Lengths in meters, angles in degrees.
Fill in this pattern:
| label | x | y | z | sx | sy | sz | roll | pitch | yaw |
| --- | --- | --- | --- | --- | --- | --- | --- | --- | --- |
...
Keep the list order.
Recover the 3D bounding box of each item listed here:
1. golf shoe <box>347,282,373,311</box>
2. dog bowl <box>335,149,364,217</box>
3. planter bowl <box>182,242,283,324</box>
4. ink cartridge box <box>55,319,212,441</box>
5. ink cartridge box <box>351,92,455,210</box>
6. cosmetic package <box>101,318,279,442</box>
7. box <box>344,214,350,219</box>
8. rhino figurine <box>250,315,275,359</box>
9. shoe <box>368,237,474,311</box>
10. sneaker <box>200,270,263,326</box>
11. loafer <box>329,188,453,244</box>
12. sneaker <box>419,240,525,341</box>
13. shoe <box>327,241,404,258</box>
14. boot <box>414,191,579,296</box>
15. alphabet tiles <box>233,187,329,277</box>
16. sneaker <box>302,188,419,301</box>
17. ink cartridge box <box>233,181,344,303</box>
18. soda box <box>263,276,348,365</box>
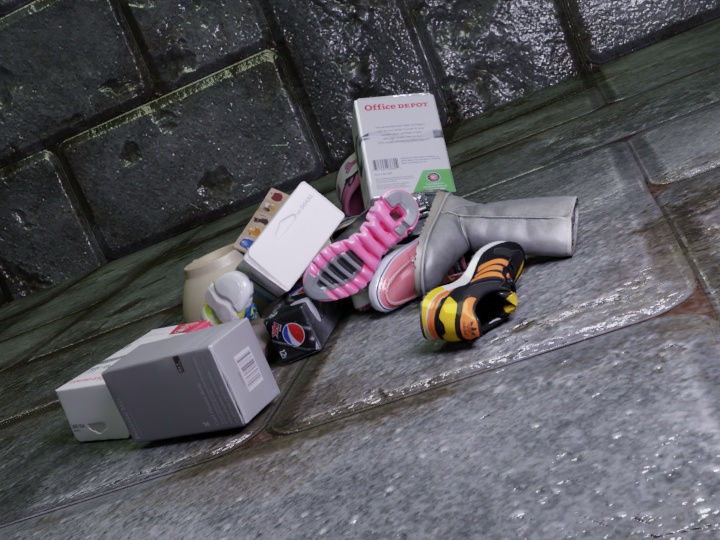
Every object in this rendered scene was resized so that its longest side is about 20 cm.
| label | x | y | z | sx | sy | sz | roll | pitch | yaw |
| --- | --- | --- | --- | --- | --- | --- | --- | --- | --- |
| golf shoe | 0.000 | 0.000 | 1.455 | 0.075 | 0.092 | 0.200 | -25 | 10 | -6 |
| dog bowl | 0.052 | -0.135 | 1.741 | 0.198 | 0.201 | 0.074 | -20 | 39 | 16 |
| planter bowl | -0.221 | 0.032 | 1.633 | 0.198 | 0.136 | 0.200 | -22 | 11 | 4 |
| ink cartridge box | -0.312 | 0.156 | 1.375 | 0.146 | 0.084 | 0.200 | -12 | 15 | 40 |
| ink cartridge box | 0.069 | -0.192 | 1.623 | 0.144 | 0.202 | 0.084 | -5 | -27 | -8 |
| cosmetic package | -0.209 | 0.137 | 1.167 | 0.198 | 0.108 | 0.090 | -18 | 13 | 33 |
| box | -0.063 | -0.047 | 1.689 | 0.199 | 0.036 | 0.143 | 22 | 49 | 38 |
| rhino figurine | -0.149 | 0.101 | 1.368 | 0.087 | 0.060 | 0.200 | -22 | 10 | 27 |
| shoe | 0.103 | -0.009 | 1.335 | 0.200 | 0.072 | 0.090 | -38 | 25 | -33 |
| sneaker | -0.186 | 0.059 | 1.457 | 0.104 | 0.076 | 0.200 | -18 | -23 | -40 |
| loafer | 0.047 | -0.069 | 1.428 | 0.198 | 0.073 | 0.063 | -18 | -1 | 20 |
| sneaker | 0.156 | 0.028 | 1.113 | 0.089 | 0.071 | 0.199 | 8 | 30 | 40 |
| shoe | 0.040 | -0.061 | 1.536 | 0.198 | 0.071 | 0.092 | -1 | 60 | 37 |
| boot | 0.180 | -0.033 | 1.258 | 0.198 | 0.073 | 0.183 | 11 | 59 | 16 |
| alphabet tiles | -0.114 | -0.048 | 1.616 | 0.008 | 0.166 | 0.201 | 109 | -175 | -46 |
| sneaker | -0.005 | -0.033 | 1.337 | 0.200 | 0.079 | 0.095 | -42 | 14 | -12 |
| ink cartridge box | -0.114 | -0.037 | 1.448 | 0.147 | 0.084 | 0.200 | -54 | 7 | -12 |
| soda box | -0.075 | 0.060 | 1.375 | 0.063 | 0.071 | 0.200 | -21 | 12 | 15 |
